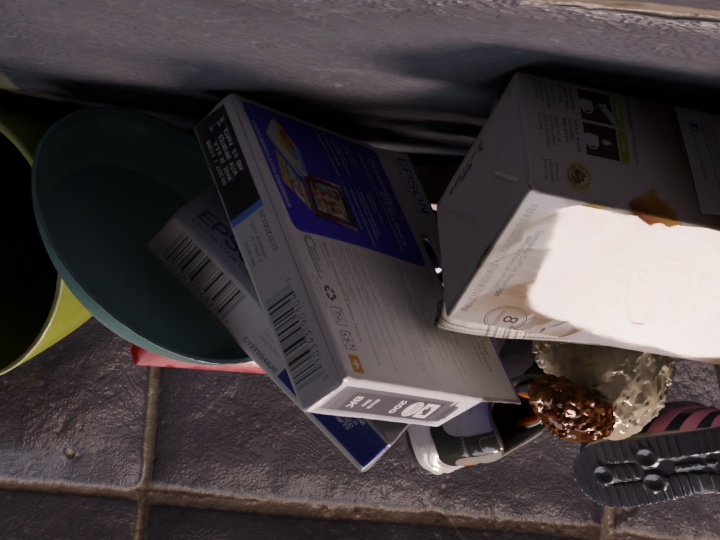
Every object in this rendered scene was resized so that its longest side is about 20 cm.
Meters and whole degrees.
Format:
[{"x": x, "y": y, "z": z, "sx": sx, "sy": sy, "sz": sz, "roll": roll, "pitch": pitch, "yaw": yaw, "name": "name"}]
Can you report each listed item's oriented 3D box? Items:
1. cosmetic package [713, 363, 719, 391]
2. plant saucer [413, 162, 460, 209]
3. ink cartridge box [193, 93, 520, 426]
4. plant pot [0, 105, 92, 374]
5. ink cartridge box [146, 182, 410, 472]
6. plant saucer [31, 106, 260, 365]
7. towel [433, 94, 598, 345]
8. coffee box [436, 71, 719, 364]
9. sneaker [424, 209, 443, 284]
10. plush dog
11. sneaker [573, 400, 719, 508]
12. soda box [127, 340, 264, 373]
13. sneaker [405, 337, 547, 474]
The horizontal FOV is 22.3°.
[{"x": 0.328, "y": 0.016, "z": 1.195, "sx": 0.199, "sy": 0.107, "sz": 0.090, "roll": -17, "pitch": 165, "yaw": 33, "name": "cosmetic package"}, {"x": 0.087, "y": -0.056, "z": 1.406, "sx": 0.199, "sy": 0.037, "sz": 0.200, "roll": 6, "pitch": 177, "yaw": 0, "name": "plant saucer"}, {"x": 0.000, "y": 0.000, "z": 1.132, "sx": 0.043, "sy": 0.199, "sz": 0.200, "roll": -35, "pitch": 154, "yaw": 26, "name": "ink cartridge box"}, {"x": -0.227, "y": -0.034, "z": 1.289, "sx": 0.186, "sy": 0.188, "sz": 0.200, "roll": 4, "pitch": -169, "yaw": 27, "name": "plant pot"}, {"x": -0.016, "y": 0.006, "z": 1.195, "sx": 0.041, "sy": 0.200, "sz": 0.200, "roll": -44, "pitch": -179, "yaw": 34, "name": "ink cartridge box"}, {"x": -0.129, "y": -0.015, "z": 1.165, "sx": 0.199, "sy": 0.201, "sz": 0.036, "roll": 8, "pitch": 139, "yaw": -43, "name": "plant saucer"}, {"x": 0.149, "y": -0.018, "z": 1.053, "sx": 0.192, "sy": 0.035, "sz": 0.200, "roll": 5, "pitch": 140, "yaw": -4, "name": "towel"}, {"x": 0.154, "y": -0.021, "z": 0.961, "sx": 0.199, "sy": 0.080, "sz": 0.115, "roll": 9, "pitch": 142, "yaw": -17, "name": "coffee box"}, {"x": 0.094, "y": -0.006, "z": 1.346, "sx": 0.199, "sy": 0.071, "sz": 0.078, "roll": 5, "pitch": -178, "yaw": 11, "name": "sneaker"}, {"x": 0.165, "y": 0.026, "z": 1.205, "sx": 0.160, "sy": 0.173, "sz": 0.200, "roll": 1, "pitch": -168, "yaw": 31, "name": "plush dog"}, {"x": 0.247, "y": 0.113, "z": 1.240, "sx": 0.199, "sy": 0.070, "sz": 0.082, "roll": -2, "pitch": -155, "yaw": 21, "name": "sneaker"}, {"x": -0.063, "y": 0.029, "z": 1.271, "sx": 0.199, "sy": 0.064, "sz": 0.070, "roll": 5, "pitch": -147, "yaw": -24, "name": "soda box"}, {"x": 0.116, "y": 0.079, "z": 1.271, "sx": 0.079, "sy": 0.074, "sz": 0.200, "roll": -3, "pitch": -154, "yaw": 42, "name": "sneaker"}]
